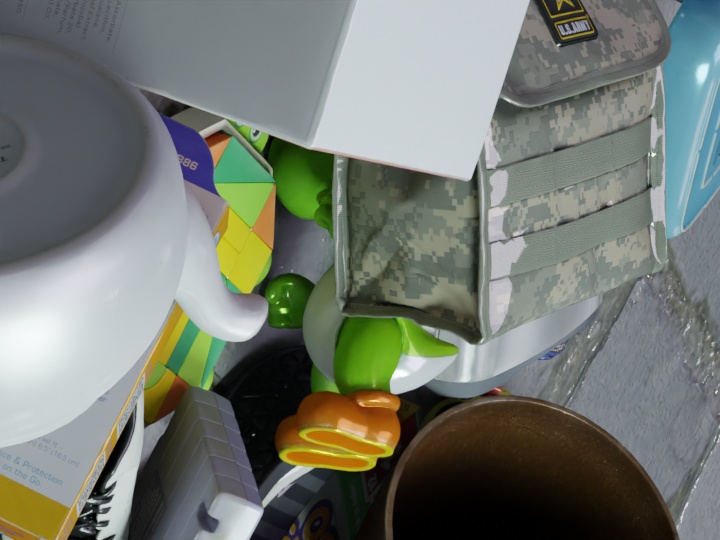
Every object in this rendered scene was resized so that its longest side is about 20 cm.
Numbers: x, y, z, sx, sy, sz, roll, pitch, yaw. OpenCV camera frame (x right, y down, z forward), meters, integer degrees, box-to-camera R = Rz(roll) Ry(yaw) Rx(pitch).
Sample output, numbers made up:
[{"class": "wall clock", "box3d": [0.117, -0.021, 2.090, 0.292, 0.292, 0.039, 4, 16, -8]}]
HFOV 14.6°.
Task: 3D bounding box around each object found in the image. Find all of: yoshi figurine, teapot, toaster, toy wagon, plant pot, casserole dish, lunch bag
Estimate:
[{"class": "yoshi figurine", "box3d": [-0.015, -0.002, 1.499, 0.112, 0.112, 0.201, 36, 59, -56]}, {"class": "teapot", "box3d": [-0.167, 0.007, 1.177, 0.198, 0.199, 0.147, -53, 155, -44]}, {"class": "toaster", "box3d": [0.074, -0.021, 1.635, 0.200, 0.113, 0.130, -28, 129, -48]}, {"class": "toy wagon", "box3d": [-0.090, -0.022, 1.428, 0.201, 0.039, 0.155, -63, 151, -11]}, {"class": "plant pot", "box3d": [0.059, 0.197, 1.635, 0.187, 0.187, 0.200, -46, 180, -36]}, {"class": "casserole dish", "box3d": [0.205, -0.100, 1.688, 0.121, 0.039, 0.201, -47, 156, -44]}, {"class": "lunch bag", "box3d": [0.074, -0.083, 1.429, 0.164, 0.117, 0.201, -19, 113, -48]}]

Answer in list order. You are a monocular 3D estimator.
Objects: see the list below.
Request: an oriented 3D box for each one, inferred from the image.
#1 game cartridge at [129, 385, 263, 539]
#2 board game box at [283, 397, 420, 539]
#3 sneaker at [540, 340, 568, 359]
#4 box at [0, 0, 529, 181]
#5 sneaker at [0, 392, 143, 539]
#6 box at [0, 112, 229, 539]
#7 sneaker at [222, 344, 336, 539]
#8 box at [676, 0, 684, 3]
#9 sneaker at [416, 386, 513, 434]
[{"class": "game cartridge", "box3d": [-0.109, 0.169, 1.411, 0.201, 0.038, 0.130, -62, -165, 16]}, {"class": "board game box", "box3d": [-0.031, 0.157, 1.663, 0.200, 0.030, 0.096, -31, 134, -45]}, {"class": "sneaker", "box3d": [0.137, -0.036, 1.767, 0.075, 0.078, 0.201, -13, 119, -56]}, {"class": "box", "box3d": [-0.049, -0.125, 1.266, 0.152, 0.199, 0.107, 9, 101, -60]}, {"class": "sneaker", "box3d": [-0.141, 0.096, 1.350, 0.073, 0.080, 0.201, -4, 122, -12]}, {"class": "box", "box3d": [-0.144, 0.014, 1.267, 0.201, 0.119, 0.042, -63, 176, -19]}, {"class": "sneaker", "box3d": [-0.063, 0.118, 1.552, 0.200, 0.072, 0.083, -39, 152, -33]}, {"class": "box", "box3d": [0.137, -0.250, 1.592, 0.102, 0.112, 0.200, -63, 152, -9]}, {"class": "sneaker", "box3d": [0.070, 0.105, 1.749, 0.200, 0.078, 0.091, 55, 15, -67]}]
